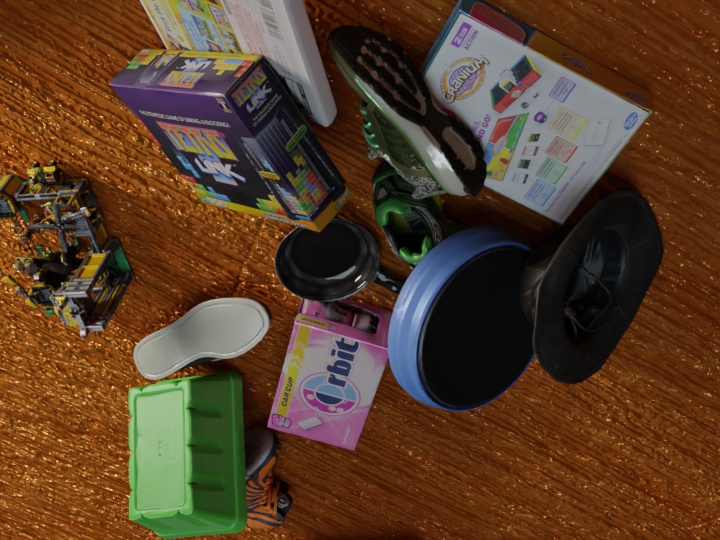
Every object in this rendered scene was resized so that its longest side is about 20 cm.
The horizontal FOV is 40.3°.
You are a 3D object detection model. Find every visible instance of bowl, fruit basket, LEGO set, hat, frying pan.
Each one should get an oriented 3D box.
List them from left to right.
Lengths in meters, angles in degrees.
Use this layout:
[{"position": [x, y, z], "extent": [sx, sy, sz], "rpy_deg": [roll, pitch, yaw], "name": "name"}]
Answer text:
[{"position": [-0.351, -0.010, 1.100], "extent": [0.153, 0.116, 0.201], "rpy_deg": [4, 130, 10], "name": "LEGO set"}, {"position": [-0.209, 0.237, 1.253], "extent": [0.155, 0.216, 0.216], "rpy_deg": [-11, 126, 22], "name": "fruit basket"}, {"position": [0.000, -0.014, 1.075], "extent": [0.189, 0.031, 0.115], "rpy_deg": [0, 129, -9], "name": "frying pan"}, {"position": [0.119, 0.054, 1.010], "extent": [0.039, 0.200, 0.201], "rpy_deg": [31, 150, 48], "name": "bowl"}, {"position": [0.215, 0.007, 0.987], "extent": [0.081, 0.200, 0.201], "rpy_deg": [25, 145, 46], "name": "hat"}]

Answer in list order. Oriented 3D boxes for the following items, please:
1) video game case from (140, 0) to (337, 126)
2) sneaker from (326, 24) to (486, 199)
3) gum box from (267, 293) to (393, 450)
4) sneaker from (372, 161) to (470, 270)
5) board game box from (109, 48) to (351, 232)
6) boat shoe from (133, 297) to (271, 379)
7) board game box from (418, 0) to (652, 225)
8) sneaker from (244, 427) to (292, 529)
[{"position": [-0.114, -0.211, 0.816], "extent": [0.181, 0.023, 0.200], "rpy_deg": [27, 165, 18], "name": "video game case"}, {"position": [0.026, -0.131, 0.894], "extent": [0.088, 0.077, 0.200], "rpy_deg": [-24, 118, 38], "name": "sneaker"}, {"position": [-0.034, 0.117, 1.166], "extent": [0.113, 0.066, 0.200], "rpy_deg": [16, 131, -2], "name": "gum box"}, {"position": [0.072, -0.018, 1.019], "extent": [0.078, 0.085, 0.200], "rpy_deg": [-27, 120, 30], "name": "sneaker"}, {"position": [-0.123, -0.124, 0.918], "extent": [0.200, 0.057, 0.165], "rpy_deg": [16, 151, 47], "name": "board game box"}, {"position": [-0.182, 0.073, 1.173], "extent": [0.199, 0.060, 0.076], "rpy_deg": [-17, 96, 26], "name": "boat shoe"}, {"position": [0.146, -0.147, 0.923], "extent": [0.199, 0.040, 0.153], "rpy_deg": [26, 130, -9], "name": "board game box"}, {"position": [-0.132, 0.286, 1.337], "extent": [0.112, 0.078, 0.200], "rpy_deg": [25, 136, -18], "name": "sneaker"}]
